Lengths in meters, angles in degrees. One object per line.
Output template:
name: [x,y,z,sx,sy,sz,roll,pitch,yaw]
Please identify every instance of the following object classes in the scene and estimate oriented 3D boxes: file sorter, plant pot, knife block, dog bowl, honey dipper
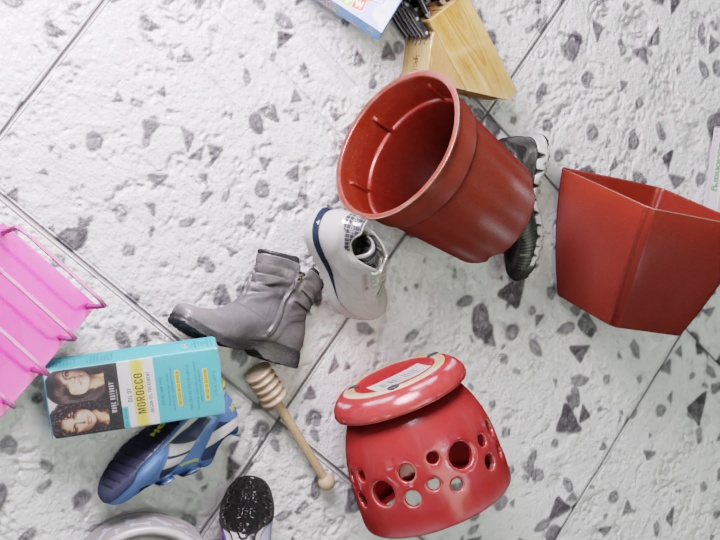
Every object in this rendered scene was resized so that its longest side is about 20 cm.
file sorter: [-0.388,0.066,1.488,0.139,0.125,0.200,43,74,-14]
plant pot: [0.106,-0.115,1.757,0.195,0.200,0.202,31,80,-39]
plant pot: [0.070,0.213,1.772,0.199,0.200,0.184,-25,99,-27]
plant pot: [0.382,-0.019,1.941,0.198,0.200,0.178,8,105,-32]
knife block: [0.118,-0.319,1.800,0.199,0.064,0.177,8,93,-32]
dog bowl: [-0.250,0.385,1.636,0.198,0.059,0.202,1,85,-15]
honey dipper: [-0.081,0.201,1.766,0.038,0.038,0.201,-41,118,-20]

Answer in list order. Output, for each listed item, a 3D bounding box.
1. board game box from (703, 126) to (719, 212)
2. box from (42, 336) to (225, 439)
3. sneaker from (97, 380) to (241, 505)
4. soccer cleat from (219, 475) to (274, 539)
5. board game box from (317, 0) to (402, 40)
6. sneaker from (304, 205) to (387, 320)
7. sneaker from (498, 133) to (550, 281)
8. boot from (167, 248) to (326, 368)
board game box: [0.578,-0.111,2.129,0.125,0.035,0.202,5,94,-32]
box: [-0.258,0.133,1.597,0.198,0.049,0.083,-8,104,-9]
sneaker: [-0.221,0.218,1.660,0.200,0.074,0.083,-39,117,-20]
soccer cleat: [-0.137,0.340,1.692,0.068,0.201,0.074,1,135,-7]
board game box: [0.010,-0.406,1.705,0.151,0.037,0.201,31,80,-5]
sneaker: [0.000,0.000,1.733,0.200,0.080,0.077,59,44,-48]
sneaker: [0.200,-0.088,1.884,0.090,0.066,0.202,5,90,-29]
boot: [-0.138,0.033,1.697,0.199,0.069,0.133,22,82,-43]
